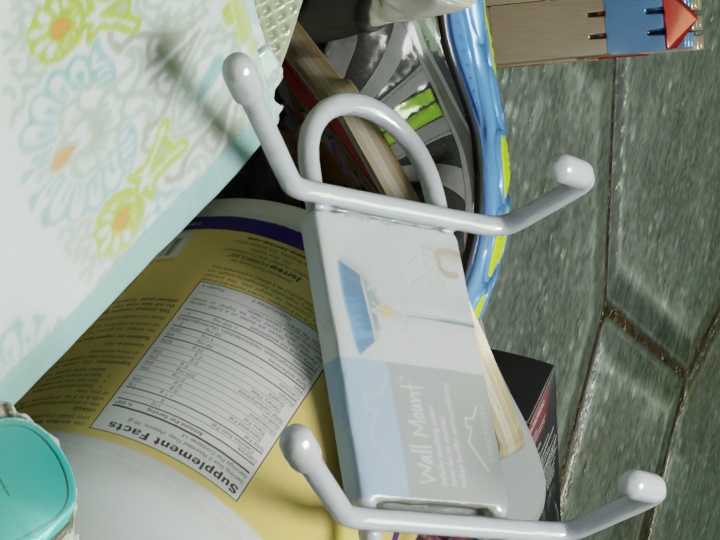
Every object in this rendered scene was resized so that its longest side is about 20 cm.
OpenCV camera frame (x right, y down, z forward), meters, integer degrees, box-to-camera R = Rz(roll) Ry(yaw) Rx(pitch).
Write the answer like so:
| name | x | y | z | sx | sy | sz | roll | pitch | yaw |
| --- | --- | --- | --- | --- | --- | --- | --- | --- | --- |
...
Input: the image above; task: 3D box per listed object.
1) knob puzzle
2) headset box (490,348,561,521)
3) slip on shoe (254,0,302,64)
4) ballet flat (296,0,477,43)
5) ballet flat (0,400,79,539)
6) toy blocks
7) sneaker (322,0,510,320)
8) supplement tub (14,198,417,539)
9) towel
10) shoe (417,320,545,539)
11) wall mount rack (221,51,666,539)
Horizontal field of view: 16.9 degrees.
| name | x | y | z | sx | sy | sz | roll | pitch | yaw |
| --- | --- | --- | --- | --- | --- | --- | --- | --- | --- |
| knob puzzle | 0.000 | 0.000 | 0.926 | 0.030 | 0.220 | 0.220 | -27 | 143 | -11 |
| headset box | 0.048 | 0.145 | 1.261 | 0.200 | 0.075 | 0.149 | 83 | 27 | -44 |
| slip on shoe | -0.062 | -0.098 | 0.822 | 0.074 | 0.061 | 0.200 | 16 | 99 | -48 |
| ballet flat | 0.023 | -0.132 | 0.858 | 0.068 | 0.068 | 0.200 | -48 | 170 | -33 |
| ballet flat | -0.161 | 0.091 | 0.640 | 0.200 | 0.072 | 0.072 | -18 | 121 | -45 |
| toy blocks | 0.094 | -0.120 | 1.098 | 0.200 | 0.136 | 0.100 | -19 | 104 | -73 |
| sneaker | 0.017 | -0.064 | 0.992 | 0.071 | 0.083 | 0.200 | -21 | 102 | -84 |
| supplement tub | -0.060 | 0.085 | 0.813 | 0.200 | 0.145 | 0.146 | -56 | 152 | -46 |
| towel | -0.106 | -0.053 | 0.701 | 0.200 | 0.048 | 0.171 | -48 | 145 | -28 |
| shoe | 0.008 | 0.035 | 1.099 | 0.071 | 0.091 | 0.200 | -29 | 100 | -48 |
| wall mount rack | 0.013 | 0.016 | 0.758 | 0.174 | 0.075 | 0.200 | 10 | 61 | -42 |
